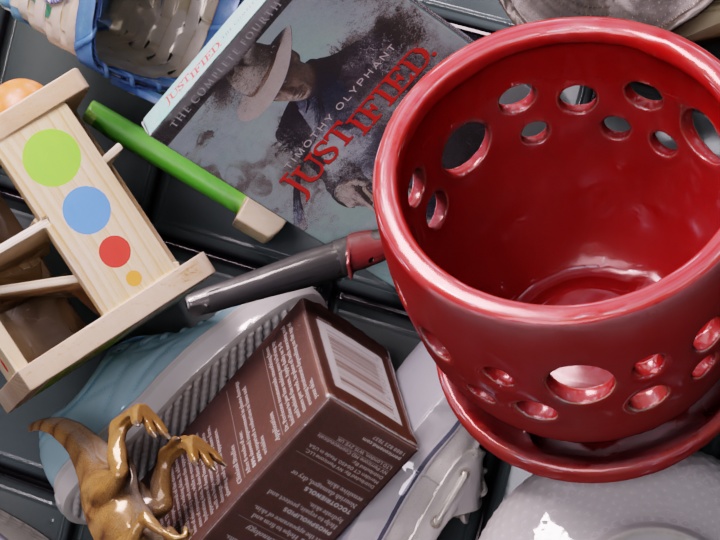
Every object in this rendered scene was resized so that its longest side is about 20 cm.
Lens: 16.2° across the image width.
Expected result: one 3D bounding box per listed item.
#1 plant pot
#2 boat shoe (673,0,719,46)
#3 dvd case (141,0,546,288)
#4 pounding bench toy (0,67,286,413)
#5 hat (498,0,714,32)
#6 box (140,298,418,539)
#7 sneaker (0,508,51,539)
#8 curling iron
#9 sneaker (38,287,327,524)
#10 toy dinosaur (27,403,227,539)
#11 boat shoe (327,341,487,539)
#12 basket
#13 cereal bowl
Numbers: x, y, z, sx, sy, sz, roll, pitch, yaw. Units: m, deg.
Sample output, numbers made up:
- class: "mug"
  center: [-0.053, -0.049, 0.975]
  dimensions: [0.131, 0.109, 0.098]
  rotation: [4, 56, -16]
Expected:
- class: "plant pot"
  center: [0.114, -0.002, 1.319]
  dimensions: [0.200, 0.183, 0.201]
  rotation: [-4, 53, 6]
- class: "boat shoe"
  center: [0.224, -0.163, 1.360]
  dimensions: [0.199, 0.071, 0.065]
  rotation: [-11, 88, 21]
- class: "dvd case"
  center: [-0.001, -0.084, 1.394]
  dimensions: [0.146, 0.200, 0.022]
  rotation: [-47, 36, 14]
- class: "pounding bench toy"
  center: [-0.157, -0.042, 1.457]
  dimensions: [0.200, 0.124, 0.156]
  rotation: [-33, 90, -16]
- class: "hat"
  center: [0.124, -0.218, 1.359]
  dimensions: [0.200, 0.081, 0.201]
  rotation: [-12, 67, 32]
- class: "box"
  center: [-0.061, 0.126, 1.438]
  dimensions: [0.075, 0.100, 0.200]
  rotation: [33, 112, -28]
- class: "sneaker"
  center: [-0.265, 0.204, 1.534]
  dimensions: [0.202, 0.077, 0.147]
  rotation: [27, 89, 28]
- class: "curling iron"
  center: [0.000, 0.000, 1.418]
  dimensions: [0.199, 0.026, 0.050]
  rotation: [-11, 100, -13]
- class: "sneaker"
  center: [-0.113, 0.058, 1.489]
  dimensions: [0.200, 0.074, 0.082]
  rotation: [-37, 56, 5]
- class: "toy dinosaur"
  center: [-0.137, 0.118, 1.398]
  dimensions: [0.106, 0.060, 0.200]
  rotation: [-49, 51, 20]
- class: "boat shoe"
  center: [0.037, 0.117, 1.439]
  dimensions: [0.070, 0.071, 0.200]
  rotation: [33, 83, -25]
- class: "basket"
  center: [-0.100, -0.174, 1.441]
  dimensions: [0.200, 0.139, 0.177]
  rotation: [19, 98, 27]
- class: "cereal bowl"
  center: [0.153, 0.187, 1.351]
  dimensions: [0.199, 0.083, 0.201]
  rotation: [0, 79, -1]
